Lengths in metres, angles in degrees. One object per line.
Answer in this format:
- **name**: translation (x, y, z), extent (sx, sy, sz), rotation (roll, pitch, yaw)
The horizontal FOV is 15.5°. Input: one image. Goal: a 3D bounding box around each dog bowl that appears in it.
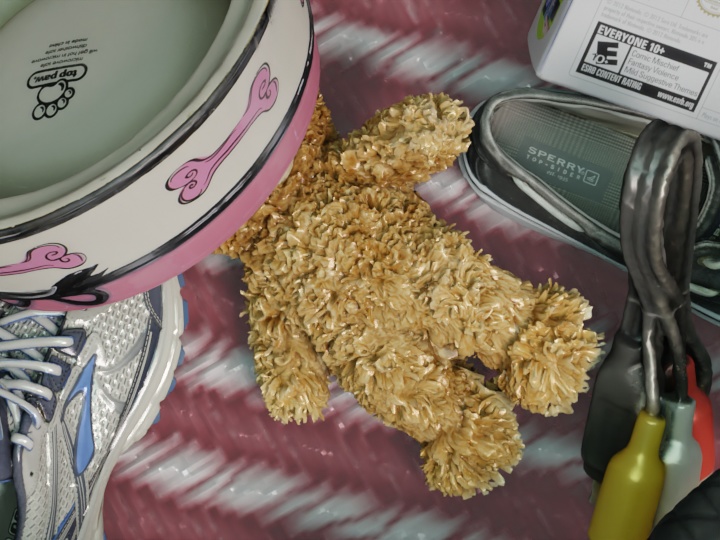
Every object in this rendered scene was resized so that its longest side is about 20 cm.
- **dog bowl**: translation (-0.103, -0.071, 0.996), extent (0.199, 0.074, 0.201), rotation (-16, 48, 19)

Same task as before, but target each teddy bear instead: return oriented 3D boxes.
- **teddy bear**: translation (0.000, 0.000, 1.021), extent (0.145, 0.067, 0.200), rotation (-32, 92, 35)

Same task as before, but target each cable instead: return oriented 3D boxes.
- **cable**: translation (0.120, 0.026, 0.983), extent (0.050, 0.097, 0.201), rotation (27, 131, 22)

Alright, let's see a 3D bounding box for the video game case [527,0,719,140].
- **video game case**: translation (0.188, -0.127, 0.987), extent (0.199, 0.046, 0.182), rotation (18, 117, -12)

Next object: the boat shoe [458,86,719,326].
- **boat shoe**: translation (0.131, -0.018, 1.028), extent (0.199, 0.071, 0.072), rotation (17, 87, 3)

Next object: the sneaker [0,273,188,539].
- **sneaker**: translation (-0.127, 0.055, 1.016), extent (0.077, 0.085, 0.201), rotation (9, 86, 29)

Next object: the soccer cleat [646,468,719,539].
- **soccer cleat**: translation (0.099, 0.147, 0.890), extent (0.067, 0.081, 0.200), rotation (37, 89, 2)
